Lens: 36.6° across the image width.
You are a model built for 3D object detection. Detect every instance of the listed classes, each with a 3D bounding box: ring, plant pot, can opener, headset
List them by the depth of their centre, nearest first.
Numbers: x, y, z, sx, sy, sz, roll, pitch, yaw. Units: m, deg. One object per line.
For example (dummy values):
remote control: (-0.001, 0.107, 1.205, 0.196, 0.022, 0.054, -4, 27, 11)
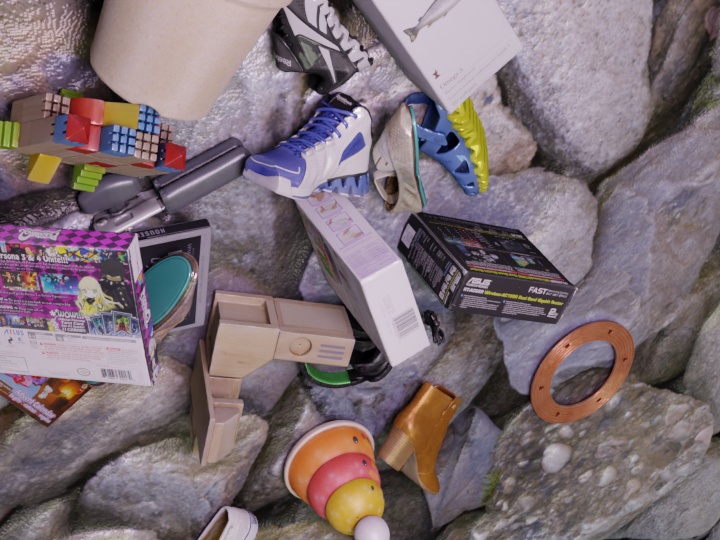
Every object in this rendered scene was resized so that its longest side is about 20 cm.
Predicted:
plant pot: (-0.170, -0.257, 1.059, 0.199, 0.201, 0.184, 12, 122, -35)
can opener: (-0.216, -0.097, 1.227, 0.198, 0.053, 0.067, -26, 130, -13)
headset: (0.013, 0.103, 1.471, 0.198, 0.094, 0.124, -22, 131, 0)
ring: (0.358, 0.163, 1.764, 0.198, 0.019, 0.202, -16, 129, -20)

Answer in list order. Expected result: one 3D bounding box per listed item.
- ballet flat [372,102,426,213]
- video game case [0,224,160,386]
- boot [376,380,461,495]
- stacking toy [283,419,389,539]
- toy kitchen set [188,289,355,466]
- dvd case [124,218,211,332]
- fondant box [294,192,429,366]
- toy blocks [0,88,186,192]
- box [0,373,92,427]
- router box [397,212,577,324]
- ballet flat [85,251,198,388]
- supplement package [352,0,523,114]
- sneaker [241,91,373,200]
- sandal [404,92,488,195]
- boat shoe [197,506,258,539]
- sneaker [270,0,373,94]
ballet flat: (0.044, -0.125, 1.321, 0.062, 0.068, 0.201, -10, 149, 2)
video game case: (-0.321, 0.037, 1.151, 0.197, 0.036, 0.183, 4, 126, 8)
boot: (0.111, 0.254, 1.654, 0.145, 0.071, 0.201, -53, 144, -5)
stacking toy: (-0.011, 0.324, 1.539, 0.145, 0.200, 0.148, -15, 129, -20)
toy kitchen set: (-0.114, 0.161, 1.365, 0.178, 0.164, 0.202, 7, 119, -17)
dvd case: (-0.268, 0.022, 1.240, 0.198, 0.025, 0.152, -12, 134, -26)
fondant box: (0.000, 0.000, 1.320, 0.058, 0.200, 0.145, -29, 131, -10)
toy blocks: (-0.255, -0.136, 1.100, 0.199, 0.136, 0.101, 10, 84, -43)
box: (-0.384, 0.082, 1.263, 0.137, 0.039, 0.200, -41, 132, 0)
router box: (0.168, -0.003, 1.449, 0.198, 0.150, 0.063, 8, 118, -33)
ballet flat: (-0.240, 0.055, 1.234, 0.200, 0.068, 0.067, -43, 156, 17)
supplement package: (0.071, -0.297, 1.206, 0.117, 0.117, 0.200, -41, 129, 2)
sneaker: (-0.050, -0.149, 1.261, 0.198, 0.080, 0.117, -9, 118, -53)
sandal: (0.109, -0.167, 1.363, 0.086, 0.080, 0.201, -12, 139, 16)
boat shoe: (-0.237, 0.420, 1.560, 0.202, 0.075, 0.086, -49, 132, 6)
sneaker: (-0.067, -0.264, 1.188, 0.090, 0.067, 0.200, -44, 134, 1)
